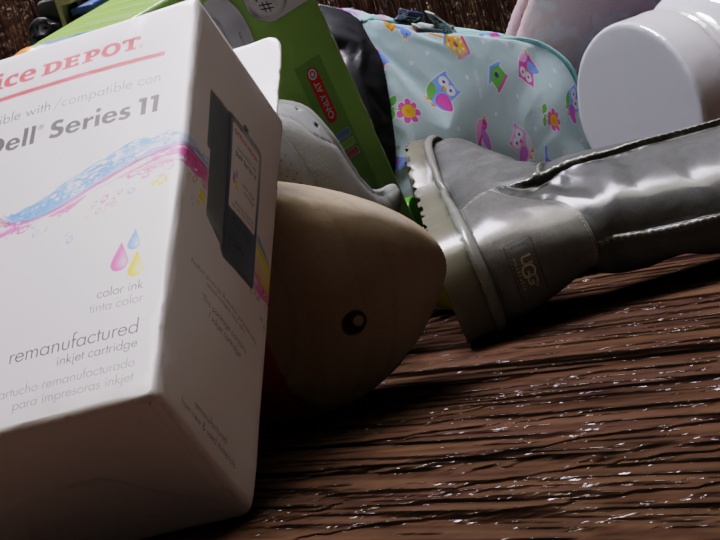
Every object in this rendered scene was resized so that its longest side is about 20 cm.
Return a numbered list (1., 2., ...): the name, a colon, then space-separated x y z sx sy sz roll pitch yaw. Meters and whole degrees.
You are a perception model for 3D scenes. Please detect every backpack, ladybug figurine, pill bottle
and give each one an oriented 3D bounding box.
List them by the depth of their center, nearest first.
1. ladybug figurine: -0.065 0.016 0.863 0.199 0.072 0.136 -4 -20 29
2. pill bottle: 0.219 -0.107 1.251 0.199 0.114 0.114 -19 5 -34
3. backpack: 0.030 -0.062 1.264 0.126 0.168 0.200 0 1 44

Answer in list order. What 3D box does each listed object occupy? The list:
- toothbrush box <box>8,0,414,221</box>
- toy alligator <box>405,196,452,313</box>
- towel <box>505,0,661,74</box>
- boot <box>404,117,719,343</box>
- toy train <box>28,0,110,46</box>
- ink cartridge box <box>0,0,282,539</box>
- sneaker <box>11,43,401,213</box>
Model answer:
1. toothbrush box: -0.095 -0.035 1.011 0.200 0.146 0.086 -37 19 -33
2. toy alligator: 0.000 0.000 1.108 0.199 0.054 0.059 -15 4 18
3. towel: 0.177 -0.140 1.355 0.199 0.032 0.191 -1 -44 -19
4. boot: 0.124 -0.040 0.985 0.199 0.073 0.182 -23 24 3
5. toy train: -0.103 -0.043 1.087 0.046 0.201 0.034 -11 16 27
6. ink cartridge box: -0.091 -0.010 0.749 0.117 0.067 0.201 -15 47 20
7. sneaker: -0.061 -0.042 0.948 0.076 0.200 0.092 -16 48 42
